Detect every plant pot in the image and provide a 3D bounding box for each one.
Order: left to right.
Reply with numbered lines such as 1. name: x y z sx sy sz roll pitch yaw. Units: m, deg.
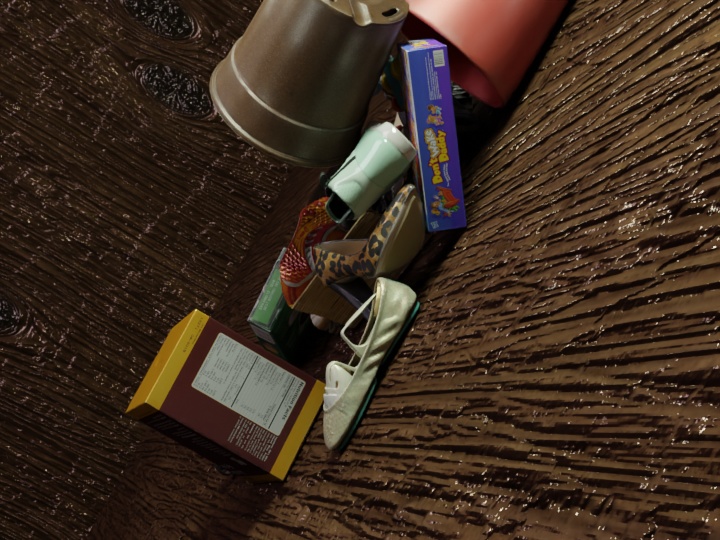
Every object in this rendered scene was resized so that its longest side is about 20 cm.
1. plant pot: -0.051 -0.260 1.516 0.199 0.199 0.201 -59 8 39
2. plant pot: 0.157 -0.326 1.576 0.178 0.200 0.200 -49 10 -1

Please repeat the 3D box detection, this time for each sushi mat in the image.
1. sushi mat: 0.000 0.000 1.618 0.200 0.095 0.012 -51 28 38

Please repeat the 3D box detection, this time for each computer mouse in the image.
1. computer mouse: 0.100 -0.197 1.694 0.200 0.137 0.053 -112 31 -62

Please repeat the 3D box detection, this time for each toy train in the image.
1. toy train: 0.041 -0.249 1.639 0.055 0.151 0.200 -25 48 -13

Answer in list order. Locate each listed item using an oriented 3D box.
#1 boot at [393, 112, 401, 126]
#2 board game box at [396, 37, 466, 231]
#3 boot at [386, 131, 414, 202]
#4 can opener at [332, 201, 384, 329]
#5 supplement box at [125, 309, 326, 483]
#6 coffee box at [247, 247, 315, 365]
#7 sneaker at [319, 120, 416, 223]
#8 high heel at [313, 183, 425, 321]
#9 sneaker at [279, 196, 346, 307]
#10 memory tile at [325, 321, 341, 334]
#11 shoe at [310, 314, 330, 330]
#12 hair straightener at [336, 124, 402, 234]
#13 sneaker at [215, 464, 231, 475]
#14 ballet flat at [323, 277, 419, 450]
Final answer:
1. boot: 0.089 -0.221 1.932 0.201 0.070 0.146 -60 16 4
2. board game box: 0.080 -0.158 1.480 0.135 0.044 0.202 -104 6 -76
3. boot: 0.054 -0.102 1.743 0.175 0.069 0.201 -82 16 -47
4. can opener: -0.010 -0.025 1.702 0.053 0.066 0.202 -138 59 -68
5. supplement box: -0.175 0.169 1.679 0.134 0.199 0.197 -62 10 -17
6. coffee box: -0.105 0.060 1.882 0.124 0.044 0.200 -64 -15 -15
7. sneaker: -0.001 -0.110 1.506 0.118 0.074 0.200 -44 2 -1
8. high heel: 0.001 -0.045 1.500 0.071 0.143 0.201 -17 -42 -37
9. sneaker: -0.058 -0.029 1.738 0.078 0.072 0.201 87 -153 -44
10. memory tile: -0.021 -0.011 1.834 0.153 0.017 0.202 -179 103 -79
11. shoe: -0.052 -0.010 1.802 0.070 0.053 0.202 121 161 -57
12. hair straightener: 0.020 -0.104 1.625 0.041 0.077 0.200 -23 20 39
13. sneaker: -0.189 0.204 1.894 0.201 0.115 0.076 -54 11 28
14. ballet flat: -0.005 0.100 1.435 0.201 0.062 0.067 -62 10 -12
